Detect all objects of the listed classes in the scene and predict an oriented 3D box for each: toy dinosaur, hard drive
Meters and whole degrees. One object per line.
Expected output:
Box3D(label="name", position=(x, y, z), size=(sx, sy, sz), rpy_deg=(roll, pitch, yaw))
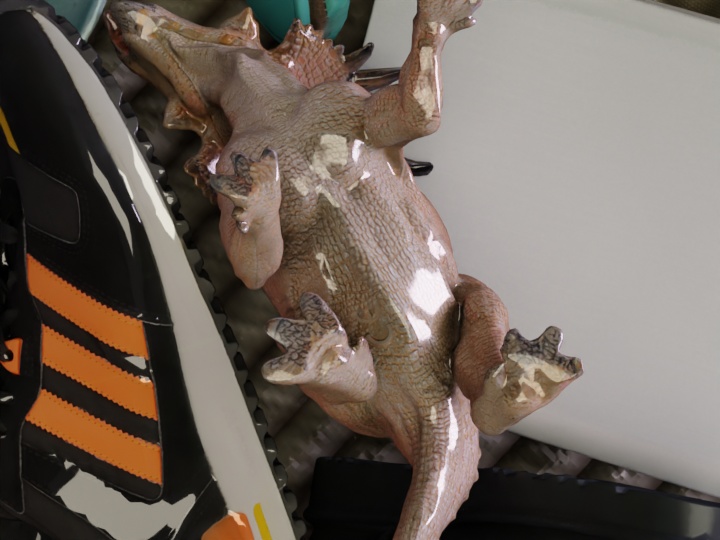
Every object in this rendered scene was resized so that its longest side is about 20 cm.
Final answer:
Box3D(label="toy dinosaur", position=(0.000, 0.000, 0.816), size=(0.085, 0.136, 0.201), rpy_deg=(-17, 80, -10))
Box3D(label="hard drive", position=(0.088, -0.008, 0.874), size=(0.199, 0.027, 0.133), rpy_deg=(17, 99, 12))

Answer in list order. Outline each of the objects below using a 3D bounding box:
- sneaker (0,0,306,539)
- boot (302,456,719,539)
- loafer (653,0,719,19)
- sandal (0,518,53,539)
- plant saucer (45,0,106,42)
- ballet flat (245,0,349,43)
Box3D(label="sneaker", position=(-0.081, 0.027, 0.828), size=(0.090, 0.070, 0.201), rpy_deg=(-23, 102, -6))
Box3D(label="boot", position=(0.035, 0.138, 0.837), size=(0.073, 0.198, 0.164), rpy_deg=(15, 80, -36))
Box3D(label="loafer", position=(0.130, -0.145, 0.893), size=(0.075, 0.070, 0.201), rpy_deg=(31, 88, -9))
Box3D(label="sandal", position=(-0.122, 0.060, 0.878), size=(0.075, 0.048, 0.201), rpy_deg=(-30, 111, -19))
Box3D(label="plant saucer", position=(-0.166, -0.116, 0.868), size=(0.199, 0.036, 0.202), rpy_deg=(0, 92, -8))
Box3D(label="ballet flat", position=(-0.037, -0.165, 0.873), size=(0.070, 0.067, 0.201), rpy_deg=(-33, 100, -24))
